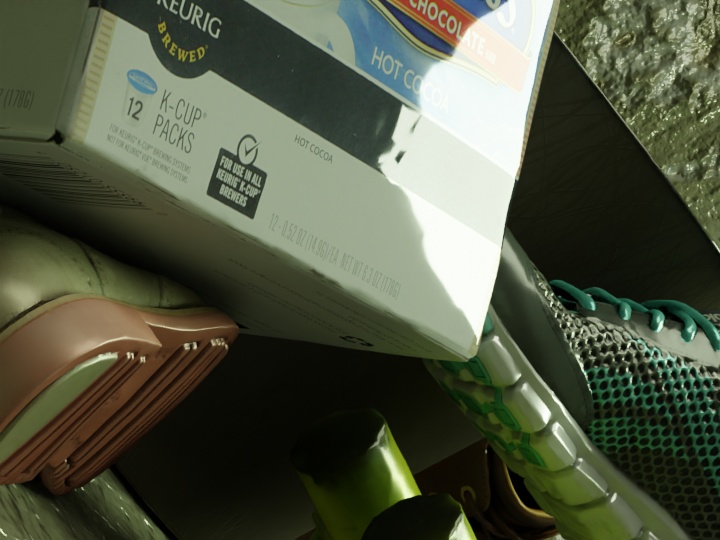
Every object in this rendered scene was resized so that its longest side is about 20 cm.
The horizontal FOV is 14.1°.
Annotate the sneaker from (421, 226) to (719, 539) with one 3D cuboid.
[{"bbox_3d":[0.085,0.036,0.922,0.200,0.091,0.078,51,-11,-31],"label":"sneaker"}]

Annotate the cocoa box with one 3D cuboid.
[{"bbox_3d":[-0.054,-0.069,0.807,0.133,0.132,0.200,6,-14,36],"label":"cocoa box"}]

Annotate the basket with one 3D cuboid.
[{"bbox_3d":[0.000,0.000,0.989,0.181,0.200,0.136,52,3,1],"label":"basket"}]

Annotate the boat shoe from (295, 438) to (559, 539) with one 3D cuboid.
[{"bbox_3d":[0.047,0.071,1.070,0.072,0.200,0.068,31,26,-33],"label":"boat shoe"}]

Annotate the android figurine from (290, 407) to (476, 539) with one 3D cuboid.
[{"bbox_3d":[0.039,0.139,0.871,0.182,0.041,0.201,46,-17,59],"label":"android figurine"}]

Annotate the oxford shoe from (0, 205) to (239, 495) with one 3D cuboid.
[{"bbox_3d":[-0.085,0.013,0.791,0.074,0.071,0.200,46,0,9],"label":"oxford shoe"}]
